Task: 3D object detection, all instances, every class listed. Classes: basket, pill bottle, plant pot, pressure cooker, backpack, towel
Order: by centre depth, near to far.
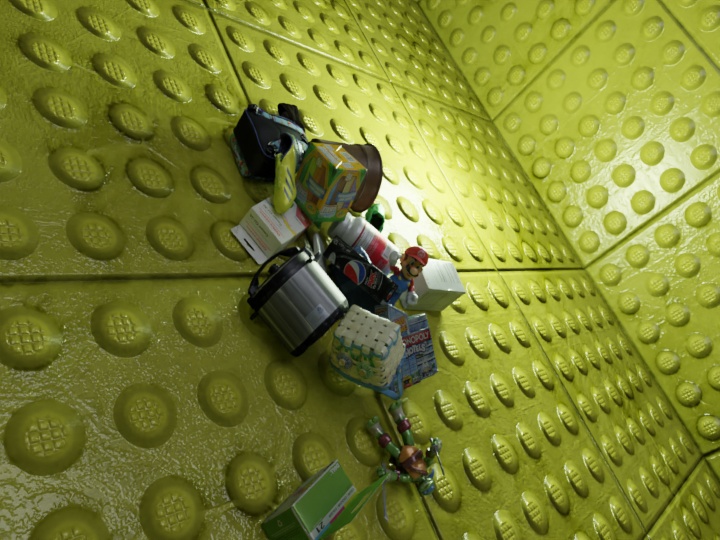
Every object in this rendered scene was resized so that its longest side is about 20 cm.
[{"bbox_3d":[0.012,0.187,1.231,0.171,0.204,0.141,19,54,23],"label":"basket"},{"bbox_3d":[-0.139,0.057,1.232,0.201,0.178,0.176,48,37,-2],"label":"pressure cooker"},{"bbox_3d":[0.001,0.043,1.480,0.204,0.109,0.049,62,-7,23],"label":"towel"},{"bbox_3d":[-0.231,-0.330,1.534,0.196,0.134,0.187,0,57,-48],"label":"backpack"},{"bbox_3d":[0.006,-0.072,1.583,0.198,0.112,0.114,38,35,-15],"label":"pill bottle"},{"bbox_3d":[-0.068,-0.284,1.648,0.193,0.201,0.205,5,52,-35],"label":"plant pot"}]

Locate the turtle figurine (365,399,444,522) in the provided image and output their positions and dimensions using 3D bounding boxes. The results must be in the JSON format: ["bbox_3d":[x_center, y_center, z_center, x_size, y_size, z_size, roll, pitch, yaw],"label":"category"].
[{"bbox_3d":[0.096,0.385,1.215,0.196,0.144,0.198,55,22,22],"label":"turtle figurine"}]

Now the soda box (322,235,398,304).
[{"bbox_3d":[0.000,0.000,1.428,0.198,0.064,0.071,39,1,18],"label":"soda box"}]

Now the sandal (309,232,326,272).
[{"bbox_3d":[-0.117,-0.026,1.445,0.205,0.048,0.084,-98,173,-55],"label":"sandal"}]

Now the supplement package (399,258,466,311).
[{"bbox_3d":[0.206,0.044,1.703,0.196,0.113,0.112,7,52,-47],"label":"supplement package"}]

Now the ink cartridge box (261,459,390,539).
[{"bbox_3d":[-0.057,0.394,0.983,0.077,0.200,0.147,51,34,8],"label":"ink cartridge box"}]

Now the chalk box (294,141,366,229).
[{"bbox_3d":[-0.094,-0.208,1.472,0.122,0.204,0.124,-7,43,-48],"label":"chalk box"}]

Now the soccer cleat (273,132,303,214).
[{"bbox_3d":[-0.190,-0.240,1.392,0.083,0.063,0.208,38,55,-55],"label":"soccer cleat"}]

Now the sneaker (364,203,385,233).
[{"bbox_3d":[0.049,-0.147,1.730,0.073,0.083,0.202,38,35,-14],"label":"sneaker"}]

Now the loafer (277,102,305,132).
[{"bbox_3d":[-0.219,-0.435,1.717,0.069,0.074,0.204,14,39,-32],"label":"loafer"}]

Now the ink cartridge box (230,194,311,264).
[{"bbox_3d":[-0.216,-0.109,1.399,0.117,0.067,0.200,48,34,-2],"label":"ink cartridge box"}]

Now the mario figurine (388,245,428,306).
[{"bbox_3d":[0.112,0.025,1.521,0.106,0.202,0.122,45,17,33],"label":"mario figurine"}]

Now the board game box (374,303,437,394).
[{"bbox_3d":[0.108,0.176,1.407,0.195,0.061,0.208,-12,91,-39],"label":"board game box"}]
